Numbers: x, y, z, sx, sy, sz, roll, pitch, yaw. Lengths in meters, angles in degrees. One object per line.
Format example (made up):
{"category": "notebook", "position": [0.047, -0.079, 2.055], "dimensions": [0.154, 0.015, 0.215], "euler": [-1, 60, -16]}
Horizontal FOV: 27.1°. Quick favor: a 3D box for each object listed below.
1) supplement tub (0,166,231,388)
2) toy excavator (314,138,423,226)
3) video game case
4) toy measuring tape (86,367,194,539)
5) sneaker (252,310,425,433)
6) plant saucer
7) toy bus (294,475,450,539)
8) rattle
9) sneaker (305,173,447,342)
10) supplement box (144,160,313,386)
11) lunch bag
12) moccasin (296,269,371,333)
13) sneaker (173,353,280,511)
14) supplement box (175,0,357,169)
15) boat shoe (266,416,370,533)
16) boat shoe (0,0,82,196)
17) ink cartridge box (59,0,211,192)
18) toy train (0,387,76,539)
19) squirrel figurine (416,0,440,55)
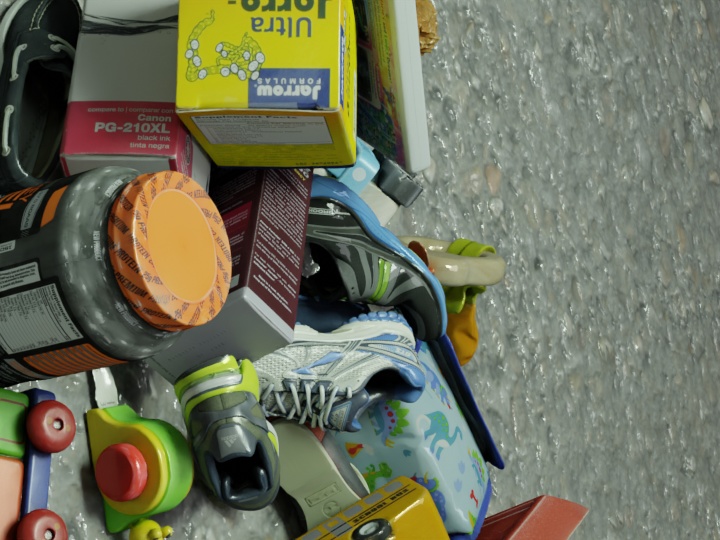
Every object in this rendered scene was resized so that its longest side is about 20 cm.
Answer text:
{"category": "supplement tub", "position": [-0.189, 0.005, 0.945], "dimensions": [0.122, 0.200, 0.123], "euler": [30, 54, -52]}
{"category": "toy excavator", "position": [-0.050, -0.095, 1.307], "dimensions": [0.200, 0.100, 0.195], "euler": [37, 8, -12]}
{"category": "video game case", "position": [-0.007, -0.197, 1.176], "dimensions": [0.024, 0.182, 0.201], "euler": [-20, 123, -22]}
{"category": "toy measuring tape", "position": [-0.161, 0.105, 1.083], "dimensions": [0.074, 0.073, 0.201], "euler": [0, 80, -59]}
{"category": "sneaker", "position": [-0.034, 0.091, 1.208], "dimensions": [0.199, 0.077, 0.085], "euler": [-13, 54, -24]}
{"category": "plant saucer", "position": [0.083, 0.268, 1.315], "dimensions": [0.037, 0.200, 0.200], "euler": [61, 32, -2]}
{"category": "toy bus", "position": [-0.023, 0.246, 1.199], "dimensions": [0.200, 0.078, 0.065], "euler": [-29, 109, -18]}
{"category": "rattle", "position": [0.061, 0.032, 1.456], "dimensions": [0.143, 0.130, 0.200], "euler": [-64, 173, 13]}
{"category": "sneaker", "position": [0.000, 0.000, 1.269], "dimensions": [0.200, 0.071, 0.083], "euler": [43, 79, -34]}
{"category": "supplement box", "position": [-0.101, -0.011, 1.149], "dimensions": [0.061, 0.109, 0.200], "euler": [45, 32, -32]}
{"category": "lunch bag", "position": [0.050, 0.143, 1.382], "dimensions": [0.170, 0.127, 0.200], "euler": [65, 21, -16]}
{"category": "moccasin", "position": [-0.053, 0.031, 1.284], "dimensions": [0.200, 0.080, 0.068], "euler": [1, 74, -60]}
{"category": "sneaker", "position": [-0.095, 0.144, 1.118], "dimensions": [0.200, 0.074, 0.081], "euler": [77, -4, -59]}
{"category": "supplement box", "position": [-0.060, -0.142, 1.049], "dimensions": [0.200, 0.108, 0.110], "euler": [70, 20, -83]}
{"category": "boat shoe", "position": [-0.028, 0.194, 1.279], "dimensions": [0.200, 0.071, 0.063], "euler": [60, 9, -21]}
{"category": "boat shoe", "position": [-0.227, -0.129, 1.067], "dimensions": [0.076, 0.060, 0.200], "euler": [44, 44, -43]}
{"category": "ink cartridge box", "position": [-0.156, -0.122, 1.093], "dimensions": [0.145, 0.084, 0.201], "euler": [89, 3, -58]}
{"category": "toy train", "position": [-0.249, 0.164, 0.913], "dimensions": [0.116, 0.085, 0.201], "euler": [22, 61, -43]}
{"category": "squirrel figurine", "position": [-0.030, -0.232, 1.339], "dimensions": [0.200, 0.141, 0.187], "euler": [52, 42, -3]}
